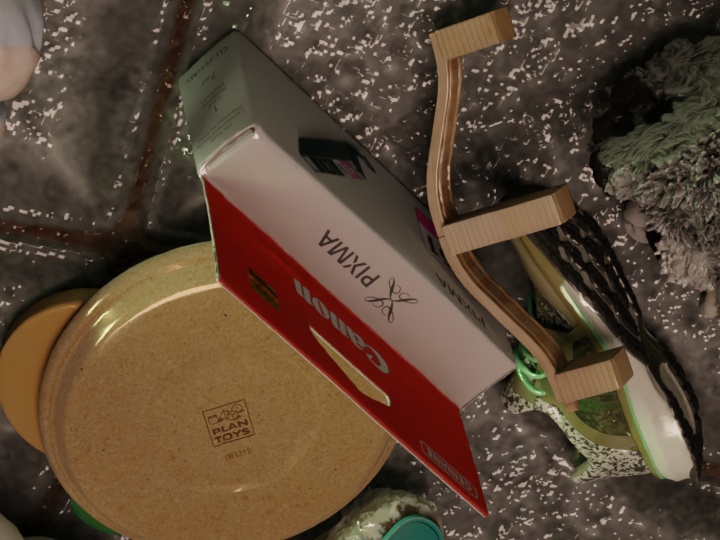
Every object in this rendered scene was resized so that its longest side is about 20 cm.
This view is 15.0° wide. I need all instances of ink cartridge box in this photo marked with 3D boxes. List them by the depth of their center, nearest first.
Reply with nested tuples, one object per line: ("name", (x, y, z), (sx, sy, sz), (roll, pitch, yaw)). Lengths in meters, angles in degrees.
("ink cartridge box", (0.000, 0.000, 1.302), (0.044, 0.174, 0.200), (-38, 122, 15))

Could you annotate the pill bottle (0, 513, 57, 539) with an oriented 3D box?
("pill bottle", (-0.164, 0.212, 1.440), (0.111, 0.111, 0.200), (-33, 123, 10))

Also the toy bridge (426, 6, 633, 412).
("toy bridge", (0.071, -0.024, 1.340), (0.067, 0.027, 0.201), (-16, 98, 25))

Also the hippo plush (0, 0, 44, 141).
("hippo plush", (-0.226, -0.134, 1.170), (0.160, 0.160, 0.201), (10, 121, -25))

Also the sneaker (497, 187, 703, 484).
("sneaker", (0.106, 0.047, 1.422), (0.088, 0.077, 0.200), (-22, 121, 17))

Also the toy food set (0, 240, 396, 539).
("toy food set", (-0.071, 0.066, 1.405), (0.199, 0.049, 0.198), (-30, 123, 7))

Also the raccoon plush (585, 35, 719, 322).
("raccoon plush", (0.198, -0.031, 1.330), (0.097, 0.200, 0.134), (-50, 124, -17))

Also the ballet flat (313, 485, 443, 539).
("ballet flat", (-0.033, 0.196, 1.455), (0.200, 0.072, 0.072), (-48, 123, -11))
